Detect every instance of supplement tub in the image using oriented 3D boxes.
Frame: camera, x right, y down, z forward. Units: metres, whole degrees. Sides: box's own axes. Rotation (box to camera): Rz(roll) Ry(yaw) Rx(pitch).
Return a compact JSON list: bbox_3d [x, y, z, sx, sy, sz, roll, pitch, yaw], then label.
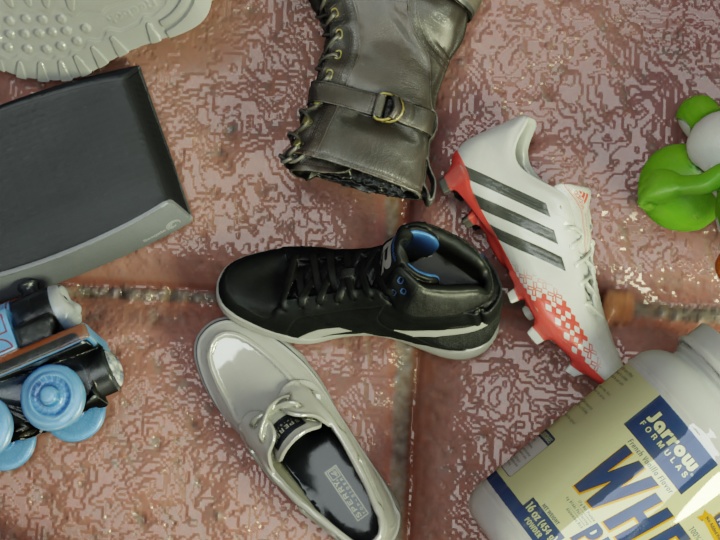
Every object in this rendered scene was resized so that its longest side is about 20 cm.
[{"bbox_3d":[0.186,0.144,1.335,0.200,0.145,0.145,-39,82,0],"label":"supplement tub"}]

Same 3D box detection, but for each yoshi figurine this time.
[{"bbox_3d":[0.243,-0.038,1.351,0.111,0.200,0.113,-17,125,-1],"label":"yoshi figurine"}]

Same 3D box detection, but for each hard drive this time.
[{"bbox_3d":[-0.232,-0.059,1.443,0.199,0.042,0.136,-20,82,2],"label":"hard drive"}]

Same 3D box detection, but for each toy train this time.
[{"bbox_3d":[-0.266,0.082,1.411,0.199,0.087,0.115,-24,76,2],"label":"toy train"}]

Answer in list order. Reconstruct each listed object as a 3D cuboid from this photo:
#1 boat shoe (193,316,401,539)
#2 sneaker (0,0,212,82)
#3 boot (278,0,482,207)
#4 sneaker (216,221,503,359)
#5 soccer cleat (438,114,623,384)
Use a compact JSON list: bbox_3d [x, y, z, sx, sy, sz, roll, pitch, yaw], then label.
[{"bbox_3d":[-0.047,0.113,1.397,0.072,0.066,0.201,-35,82,1],"label":"boat shoe"},{"bbox_3d":[-0.185,-0.193,1.445,0.199,0.081,0.077,-9,125,19],"label":"sneaker"},{"bbox_3d":[-0.018,-0.148,1.411,0.199,0.069,0.175,20,77,5],"label":"boot"},{"bbox_3d":[0.000,0.000,1.377,0.198,0.112,0.074,7,63,1],"label":"sneaker"},{"bbox_3d":[0.134,-0.014,1.394,0.085,0.069,0.201,-36,77,15],"label":"soccer cleat"}]
